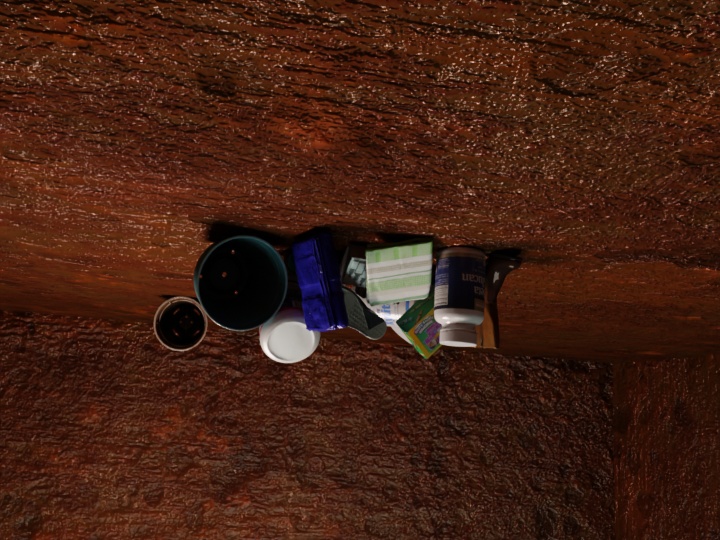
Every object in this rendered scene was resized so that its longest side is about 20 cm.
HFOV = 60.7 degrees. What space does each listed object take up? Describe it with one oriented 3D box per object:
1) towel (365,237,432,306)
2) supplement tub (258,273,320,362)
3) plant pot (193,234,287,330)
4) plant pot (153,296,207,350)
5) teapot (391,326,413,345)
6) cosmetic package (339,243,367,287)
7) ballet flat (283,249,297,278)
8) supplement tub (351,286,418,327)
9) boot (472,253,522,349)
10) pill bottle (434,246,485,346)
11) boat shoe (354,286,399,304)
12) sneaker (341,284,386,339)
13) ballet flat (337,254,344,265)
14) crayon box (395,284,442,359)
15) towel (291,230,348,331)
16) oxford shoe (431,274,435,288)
[{"bbox_3d":[0.082,0.002,1.334,0.146,0.031,0.202,-8,142,-4],"label":"towel"},{"bbox_3d":[-0.174,0.105,1.452,0.138,0.142,0.201,8,-150,-18],"label":"supplement tub"},{"bbox_3d":[-0.285,0.016,1.381,0.197,0.204,0.187,10,-178,-27],"label":"plant pot"},{"bbox_3d":[-0.692,0.204,2.400,0.196,0.205,0.198,6,176,-10],"label":"plant pot"},{"bbox_3d":[0.171,0.114,1.773,0.198,0.146,0.199,23,153,44],"label":"teapot"},{"bbox_3d":[0.054,0.001,1.397,0.196,0.051,0.083,9,130,-21],"label":"cosmetic package"},{"bbox_3d":[-0.133,-0.007,1.488,0.066,0.069,0.199,9,172,38],"label":"ballet flat"},{"bbox_3d":[0.085,0.082,1.631,0.197,0.135,0.131,2,169,28],"label":"supplement tub"},{"bbox_3d":[0.294,0.071,1.366,0.067,0.204,0.188,10,167,-25],"label":"boot"},{"bbox_3d":[0.216,0.059,1.338,0.109,0.204,0.111,3,169,1],"label":"pill bottle"},{"bbox_3d":[0.083,0.040,1.484,0.197,0.073,0.073,-12,142,-25],"label":"boat shoe"},{"bbox_3d":[-0.043,0.076,1.423,0.202,0.077,0.146,43,175,-38],"label":"sneaker"},{"bbox_3d":[0.000,0.000,1.503,0.071,0.074,0.199,-4,166,33],"label":"ballet flat"},{"bbox_3d":[0.196,0.107,1.519,0.119,0.200,0.058,51,175,-37],"label":"crayon box"},{"bbox_3d":[-0.094,0.027,1.292,0.049,0.204,0.147,-9,178,-36],"label":"towel"},{"bbox_3d":[0.230,0.051,1.614,0.083,0.074,0.198,-4,166,42],"label":"oxford shoe"}]
